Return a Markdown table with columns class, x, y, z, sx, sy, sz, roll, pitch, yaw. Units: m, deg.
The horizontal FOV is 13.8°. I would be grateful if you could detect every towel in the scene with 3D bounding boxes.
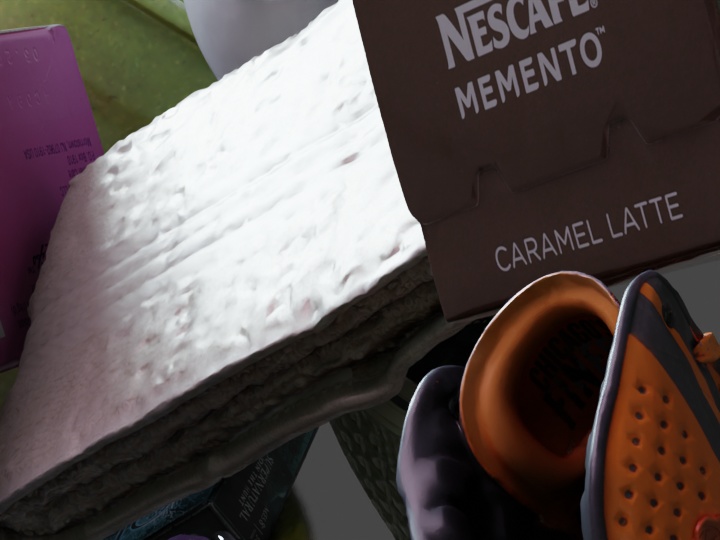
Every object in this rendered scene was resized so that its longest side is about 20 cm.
| class | x | y | z | sx | sy | sz | roll | pitch | yaw |
| --- | --- | --- | --- | --- | --- | --- | --- | --- | --- |
| towel | -0.017 | -0.013 | 0.763 | 0.200 | 0.034 | 0.133 | -29 | 34 | 35 |

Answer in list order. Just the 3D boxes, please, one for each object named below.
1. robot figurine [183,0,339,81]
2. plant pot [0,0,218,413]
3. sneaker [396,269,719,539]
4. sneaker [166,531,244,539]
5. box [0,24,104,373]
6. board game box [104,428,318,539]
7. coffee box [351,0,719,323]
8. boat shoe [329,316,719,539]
| class | x | y | z | sx | sy | sz | roll | pitch | yaw |
| --- | --- | --- | --- | --- | --- | --- | --- | --- | --- |
| robot figurine | 0.028 | -0.103 | 0.896 | 0.199 | 0.170 | 0.113 | -27 | 41 | -27 |
| plant pot | -0.136 | -0.017 | 1.019 | 0.185 | 0.200 | 0.200 | -61 | 16 | -4 |
| sneaker | 0.077 | 0.033 | 0.579 | 0.077 | 0.112 | 0.200 | -29 | 17 | 34 |
| sneaker | -0.016 | 0.100 | 0.653 | 0.076 | 0.088 | 0.200 | -46 | 15 | -29 |
| box | -0.192 | 0.005 | 0.851 | 0.199 | 0.097 | 0.176 | -15 | 2 | 19 |
| board game box | -0.102 | 0.100 | 1.009 | 0.200 | 0.028 | 0.135 | -32 | 15 | 24 |
| coffee box | 0.116 | -0.053 | 0.655 | 0.199 | 0.080 | 0.114 | -13 | -4 | -36 |
| boat shoe | 0.041 | 0.042 | 0.731 | 0.062 | 0.075 | 0.200 | -32 | 8 | -16 |
